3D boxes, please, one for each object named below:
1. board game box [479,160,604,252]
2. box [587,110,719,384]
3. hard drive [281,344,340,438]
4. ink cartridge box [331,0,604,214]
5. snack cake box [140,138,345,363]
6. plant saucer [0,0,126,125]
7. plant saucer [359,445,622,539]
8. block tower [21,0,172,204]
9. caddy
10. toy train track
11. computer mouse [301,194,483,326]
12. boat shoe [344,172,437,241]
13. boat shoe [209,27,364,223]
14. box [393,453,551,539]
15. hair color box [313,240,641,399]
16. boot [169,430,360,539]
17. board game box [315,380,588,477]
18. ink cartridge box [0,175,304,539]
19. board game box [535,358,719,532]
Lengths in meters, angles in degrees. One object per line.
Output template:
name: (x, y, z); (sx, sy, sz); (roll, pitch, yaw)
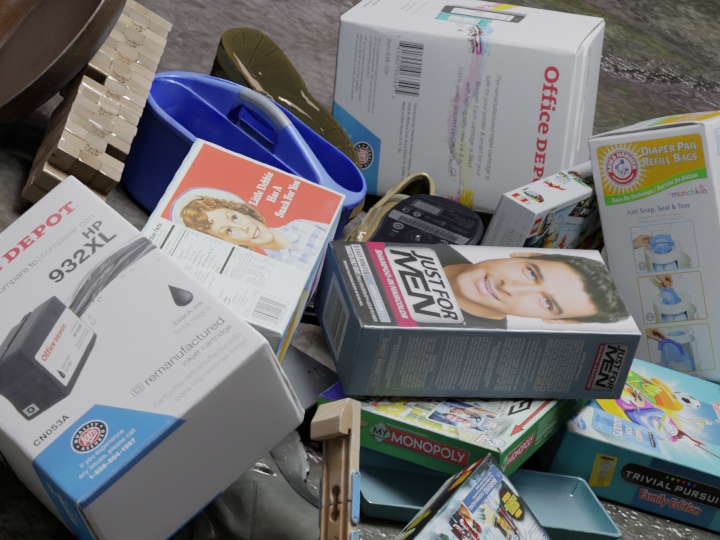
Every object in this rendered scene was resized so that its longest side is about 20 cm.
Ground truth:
board game box: (0.142, -0.015, 1.888); (0.034, 0.127, 0.200); (31, 25, 20)
box: (0.258, -0.020, 1.889); (0.101, 0.202, 0.112); (-6, 8, 30)
hard drive: (-0.122, 0.054, 1.612); (0.199, 0.033, 0.139); (30, 24, 15)
ink cartridge box: (0.090, -0.140, 2.008); (0.198, 0.148, 0.146); (10, 19, 12)
snack cake box: (-0.090, 0.000, 1.602); (0.114, 0.068, 0.200); (20, 31, 3)
plant saucer: (-0.240, -0.180, 1.826); (0.032, 0.200, 0.201); (44, 13, -29)
plant saucer: (0.077, 0.152, 1.610); (0.199, 0.019, 0.070); (12, 26, -28)
block tower: (-0.193, -0.125, 1.797); (0.058, 0.054, 0.201); (30, 44, -19)
caddy: (-0.088, -0.083, 1.838); (0.200, 0.106, 0.141); (38, 26, 30)
toy train track: (-0.021, 0.166, 1.307); (0.032, 0.114, 0.202); (21, 64, -42)
computer mouse: (0.000, 0.000, 1.749); (0.139, 0.046, 0.200); (18, 35, 13)
boat shoe: (0.022, -0.024, 1.856); (0.071, 0.077, 0.200); (24, 25, -4)
boat shoe: (-0.063, -0.106, 1.965); (0.071, 0.066, 0.202); (-14, 61, -35)
box: (0.072, 0.202, 1.400); (0.137, 0.040, 0.200); (55, 26, -2)
hair color box: (0.078, 0.034, 1.630); (0.198, 0.061, 0.099); (2, 36, -19)
boot: (-0.081, 0.157, 1.418); (0.130, 0.068, 0.200); (-2, 33, -24)
board game box: (0.071, 0.084, 1.653); (0.134, 0.029, 0.200); (16, 23, 20)
ink cartridge box: (-0.154, 0.058, 1.407); (0.200, 0.145, 0.084); (38, -18, 37)
board game box: (0.219, 0.122, 1.770); (0.199, 0.047, 0.151); (17, 24, -15)
